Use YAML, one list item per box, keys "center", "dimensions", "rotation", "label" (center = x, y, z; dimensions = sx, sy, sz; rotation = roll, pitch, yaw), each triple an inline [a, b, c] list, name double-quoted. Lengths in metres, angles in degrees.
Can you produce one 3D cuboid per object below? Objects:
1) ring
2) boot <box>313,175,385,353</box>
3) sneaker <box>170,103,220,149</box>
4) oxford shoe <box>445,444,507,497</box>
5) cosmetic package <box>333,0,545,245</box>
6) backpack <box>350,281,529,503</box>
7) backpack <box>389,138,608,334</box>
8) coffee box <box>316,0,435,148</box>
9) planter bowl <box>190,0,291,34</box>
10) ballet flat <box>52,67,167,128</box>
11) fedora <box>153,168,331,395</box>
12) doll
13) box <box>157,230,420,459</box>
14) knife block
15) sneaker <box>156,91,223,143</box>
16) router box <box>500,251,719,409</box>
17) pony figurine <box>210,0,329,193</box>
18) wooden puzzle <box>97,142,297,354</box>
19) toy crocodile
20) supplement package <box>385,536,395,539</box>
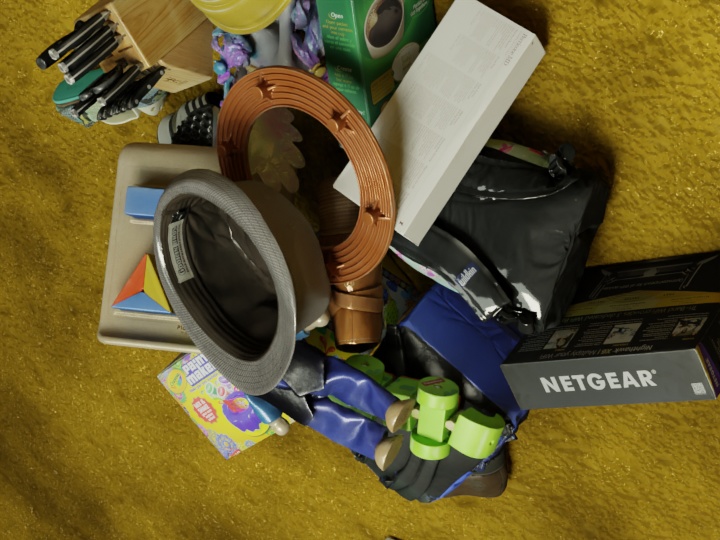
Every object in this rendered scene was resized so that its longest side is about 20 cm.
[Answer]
- center: [-0.053, -0.078, 1.201]
  dimensions: [0.199, 0.019, 0.203]
  rotation: [23, 130, 31]
  label: "ring"
- center: [0.000, 0.000, 1.335]
  dimensions: [0.076, 0.200, 0.158]
  rotation: [-7, 85, 1]
  label: "boot"
- center: [-0.142, -0.063, 1.411]
  dimensions: [0.070, 0.093, 0.203]
  rotation: [-9, 78, 39]
  label: "sneaker"
- center: [0.072, 0.216, 1.552]
  dimensions: [0.198, 0.073, 0.085]
  rotation: [11, 130, 33]
  label: "oxford shoe"
- center: [0.069, -0.129, 1.196]
  dimensions: [0.082, 0.201, 0.051]
  rotation: [35, -179, 25]
  label: "cosmetic package"
- center: [0.084, 0.127, 1.392]
  dimensions: [0.162, 0.167, 0.201]
  rotation: [43, 131, 10]
  label: "backpack"
- center: [0.108, -0.043, 1.255]
  dimensions: [0.198, 0.169, 0.126]
  rotation: [22, 178, 24]
  label: "backpack"
- center: [0.016, -0.220, 1.217]
  dimensions: [0.044, 0.123, 0.202]
  rotation: [16, 132, 32]
  label: "coffee box"
- center: [-0.130, -0.313, 1.220]
  dimensions: [0.199, 0.083, 0.203]
  rotation: [1, 92, 48]
  label: "planter bowl"
- center: [-0.249, -0.194, 1.505]
  dimensions: [0.198, 0.074, 0.075]
  rotation: [-4, 119, 43]
  label: "ballet flat"
- center: [-0.091, -0.002, 1.201]
  dimensions: [0.200, 0.090, 0.178]
  rotation: [45, 136, 24]
  label: "fedora"
- center: [-0.049, 0.097, 1.252]
  dimensions: [0.198, 0.048, 0.138]
  rotation: [24, 117, 17]
  label: "doll"
- center: [-0.077, 0.068, 1.465]
  dimensions: [0.122, 0.193, 0.199]
  rotation: [50, 139, -6]
  label: "box"
- center: [-0.221, -0.237, 1.302]
  dimensions: [0.064, 0.174, 0.203]
  rotation: [-11, 74, 42]
  label: "knife block"
- center: [-0.133, -0.092, 1.456]
  dimensions: [0.115, 0.075, 0.202]
  rotation: [-27, 91, 47]
  label: "sneaker"
- center: [0.243, 0.051, 1.218]
  dimensions: [0.198, 0.157, 0.053]
  rotation: [-8, 117, 43]
  label: "router box"
- center: [-0.066, -0.188, 1.304]
  dimensions: [0.193, 0.165, 0.201]
  rotation: [46, 137, 30]
  label: "pony figurine"
- center: [-0.159, -0.024, 1.323]
  dimensions: [0.183, 0.203, 0.046]
  rotation: [5, 171, 14]
  label: "wooden puzzle"
- center: [0.036, 0.120, 1.279]
  dimensions: [0.198, 0.062, 0.068]
  rotation: [16, 114, 24]
  label: "toy crocodile"
- center: [0.089, 0.464, 1.677]
  dimensions: [0.198, 0.147, 0.193]
  rotation: [16, 131, 29]
  label: "supplement package"
